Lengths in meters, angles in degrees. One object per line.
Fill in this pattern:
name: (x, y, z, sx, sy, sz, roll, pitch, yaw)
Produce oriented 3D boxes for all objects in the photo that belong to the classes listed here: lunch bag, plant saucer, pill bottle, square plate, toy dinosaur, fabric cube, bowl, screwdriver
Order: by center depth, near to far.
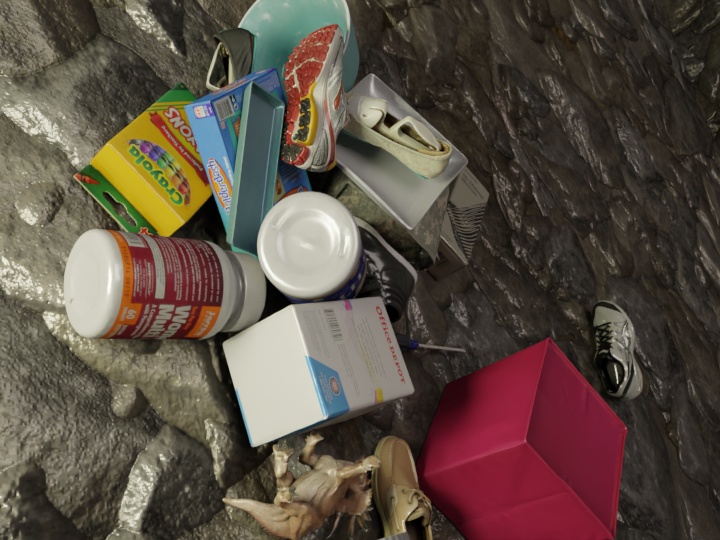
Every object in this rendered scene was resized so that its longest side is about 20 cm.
pill bottle: (-0.205, 0.019, 0.869, 0.198, 0.109, 0.111, 6, 63, -45)
toy dinosaur: (-0.052, 0.263, 0.916, 0.198, 0.137, 0.086, -19, 40, -29)
plant saucer: (-0.126, -0.119, 0.965, 0.070, 0.019, 0.204, 24, 67, -57)
pill bottle: (-0.052, -0.012, 0.984, 0.200, 0.118, 0.121, 69, -1, -79)
fabric cube: (0.226, 0.255, 1.118, 0.200, 0.198, 0.197, 47, 39, -14)
square plate: (0.038, -0.168, 1.134, 0.198, 0.028, 0.200, 41, 47, 0)
bowl: (-0.079, -0.304, 1.162, 0.105, 0.198, 0.204, 29, 45, -58)
screwdriver: (0.096, 0.110, 1.196, 0.198, 0.029, 0.028, 8, 61, -38)
lunch bag: (0.044, -0.106, 1.209, 0.199, 0.117, 0.166, 35, 47, -21)

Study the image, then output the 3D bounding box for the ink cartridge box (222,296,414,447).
ink cartridge box: (-0.040, 0.117, 0.965, 0.199, 0.124, 0.130, -1, 68, -54)

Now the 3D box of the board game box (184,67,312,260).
board game box: (-0.131, -0.135, 1.019, 0.152, 0.044, 0.203, -45, 125, -52)

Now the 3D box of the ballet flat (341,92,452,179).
ballet flat: (0.038, -0.198, 1.093, 0.198, 0.062, 0.068, 29, 49, -11)

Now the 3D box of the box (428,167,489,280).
box: (0.152, -0.083, 1.348, 0.082, 0.068, 0.201, 44, 42, -19)

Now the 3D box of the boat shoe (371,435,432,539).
boat shoe: (0.063, 0.305, 1.016, 0.071, 0.064, 0.203, 16, 56, -40)

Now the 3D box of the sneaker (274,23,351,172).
sneaker: (-0.054, -0.222, 1.041, 0.082, 0.077, 0.204, 23, 74, -45)

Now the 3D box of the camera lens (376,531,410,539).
camera lens: (0.007, 0.390, 0.827, 0.158, 0.159, 0.203, 4, 64, -45)

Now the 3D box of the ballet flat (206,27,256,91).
ballet flat: (-0.175, -0.229, 1.087, 0.067, 0.068, 0.204, 1, 78, -21)

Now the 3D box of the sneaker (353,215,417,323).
sneaker: (0.000, 0.000, 1.133, 0.199, 0.070, 0.100, 37, 45, -26)

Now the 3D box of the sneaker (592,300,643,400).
sneaker: (0.490, 0.150, 1.564, 0.087, 0.075, 0.203, 10, 60, -43)

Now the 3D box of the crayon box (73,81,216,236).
crayon box: (-0.234, -0.127, 0.974, 0.127, 0.051, 0.201, 47, 41, -16)
